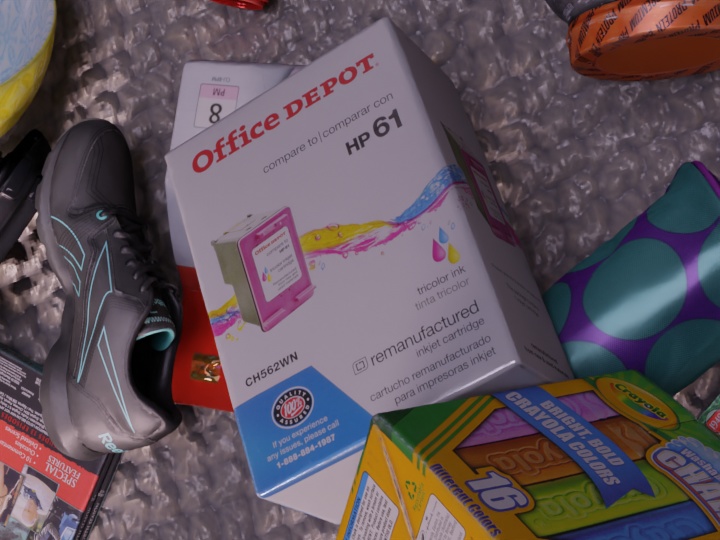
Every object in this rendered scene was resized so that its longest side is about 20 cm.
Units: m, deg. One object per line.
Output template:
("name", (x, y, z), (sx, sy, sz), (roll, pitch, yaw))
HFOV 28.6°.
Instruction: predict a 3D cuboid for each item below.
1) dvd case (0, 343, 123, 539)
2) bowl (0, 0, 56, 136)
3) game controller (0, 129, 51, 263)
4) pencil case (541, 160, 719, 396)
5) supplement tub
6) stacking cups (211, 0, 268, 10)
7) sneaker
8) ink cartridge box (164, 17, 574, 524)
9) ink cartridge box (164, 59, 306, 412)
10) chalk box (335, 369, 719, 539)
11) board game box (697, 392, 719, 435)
("dvd case", (-0.236, 0.153, 0.886), (0.146, 0.022, 0.201), (24, 93, 23))
("bowl", (-0.288, -0.120, 0.873), (0.200, 0.200, 0.108), (36, 142, 21))
("game controller", (-0.253, 0.001, 0.868), (0.042, 0.104, 0.200), (34, 100, -21))
("pencil case", (0.117, 0.039, 0.715), (0.200, 0.092, 0.085), (-40, 109, 12))
("supplement tub", (0.145, -0.204, 0.707), (0.122, 0.122, 0.201), (-7, 83, 22))
("stacking cups", (-0.057, -0.256, 0.828), (0.060, 0.060, 0.201), (9, 88, 23))
("sneaker", (-0.137, 0.008, 0.823), (0.079, 0.075, 0.201), (-9, 81, 31))
("ink cartridge box", (0.000, 0.000, 0.695), (0.144, 0.085, 0.201), (-29, 59, 18))
("ink cartridge box", (-0.037, -0.015, 0.805), (0.162, 0.057, 0.201), (7, 83, 23))
("chalk box", (0.101, 0.130, 0.611), (0.124, 0.199, 0.125), (44, 127, 43))
("board game box", (0.257, 0.047, 0.692), (0.105, 0.023, 0.200), (42, 101, 23))
